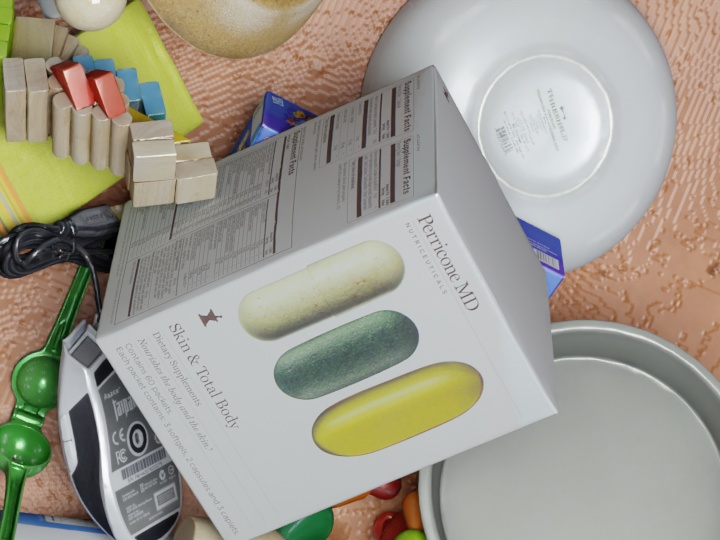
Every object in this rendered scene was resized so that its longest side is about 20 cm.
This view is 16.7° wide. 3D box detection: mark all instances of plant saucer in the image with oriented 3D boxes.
[{"bbox_3d":[-0.059,-0.219,1.368,0.200,0.035,0.202,-5,96,-51],"label":"plant saucer"}]

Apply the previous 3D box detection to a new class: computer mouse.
[{"bbox_3d":[-0.151,0.065,1.389,0.044,0.110,0.201,-5,100,31],"label":"computer mouse"}]

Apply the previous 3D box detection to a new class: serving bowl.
[{"bbox_3d":[0.102,-0.089,1.469,0.199,0.066,0.201,-2,98,-12],"label":"serving bowl"}]

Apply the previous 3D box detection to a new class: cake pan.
[{"bbox_3d":[0.131,0.130,1.415,0.199,0.037,0.201,1,73,-3],"label":"cake pan"}]

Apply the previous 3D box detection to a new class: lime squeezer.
[{"bbox_3d":[-0.190,0.075,1.426,0.038,0.071,0.201,14,64,1],"label":"lime squeezer"}]

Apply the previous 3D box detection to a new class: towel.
[{"bbox_3d":[-0.183,-0.068,1.377,0.200,0.018,0.086,-37,112,-27],"label":"towel"}]

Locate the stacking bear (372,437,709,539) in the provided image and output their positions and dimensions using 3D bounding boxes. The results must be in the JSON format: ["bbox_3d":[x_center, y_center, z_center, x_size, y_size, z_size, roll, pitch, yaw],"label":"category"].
[{"bbox_3d":[0.108,0.173,1.485,0.199,0.114,0.122,-4,73,-1],"label":"stacking bear"}]

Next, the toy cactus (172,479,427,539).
[{"bbox_3d":[-0.033,0.179,1.392,0.164,0.102,0.201,22,49,-24],"label":"toy cactus"}]

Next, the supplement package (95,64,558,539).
[{"bbox_3d":[-0.015,0.019,1.335,0.199,0.151,0.152,-23,117,14],"label":"supplement package"}]

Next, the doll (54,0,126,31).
[{"bbox_3d":[-0.178,-0.217,1.280,0.048,0.136,0.201,-35,106,-41],"label":"doll"}]

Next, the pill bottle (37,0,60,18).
[{"bbox_3d":[-0.164,-0.249,1.359,0.113,0.113,0.201,-20,103,-10],"label":"pill bottle"}]

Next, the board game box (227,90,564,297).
[{"bbox_3d":[0.000,0.000,1.438,0.199,0.045,0.135,26,117,-14],"label":"board game box"}]

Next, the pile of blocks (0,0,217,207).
[{"bbox_3d":[-0.160,-0.106,1.325,0.199,0.062,0.082,25,57,8],"label":"pile of blocks"}]

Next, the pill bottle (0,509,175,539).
[{"bbox_3d":[-0.158,0.202,1.423,0.199,0.112,0.113,9,95,-13],"label":"pill bottle"}]
